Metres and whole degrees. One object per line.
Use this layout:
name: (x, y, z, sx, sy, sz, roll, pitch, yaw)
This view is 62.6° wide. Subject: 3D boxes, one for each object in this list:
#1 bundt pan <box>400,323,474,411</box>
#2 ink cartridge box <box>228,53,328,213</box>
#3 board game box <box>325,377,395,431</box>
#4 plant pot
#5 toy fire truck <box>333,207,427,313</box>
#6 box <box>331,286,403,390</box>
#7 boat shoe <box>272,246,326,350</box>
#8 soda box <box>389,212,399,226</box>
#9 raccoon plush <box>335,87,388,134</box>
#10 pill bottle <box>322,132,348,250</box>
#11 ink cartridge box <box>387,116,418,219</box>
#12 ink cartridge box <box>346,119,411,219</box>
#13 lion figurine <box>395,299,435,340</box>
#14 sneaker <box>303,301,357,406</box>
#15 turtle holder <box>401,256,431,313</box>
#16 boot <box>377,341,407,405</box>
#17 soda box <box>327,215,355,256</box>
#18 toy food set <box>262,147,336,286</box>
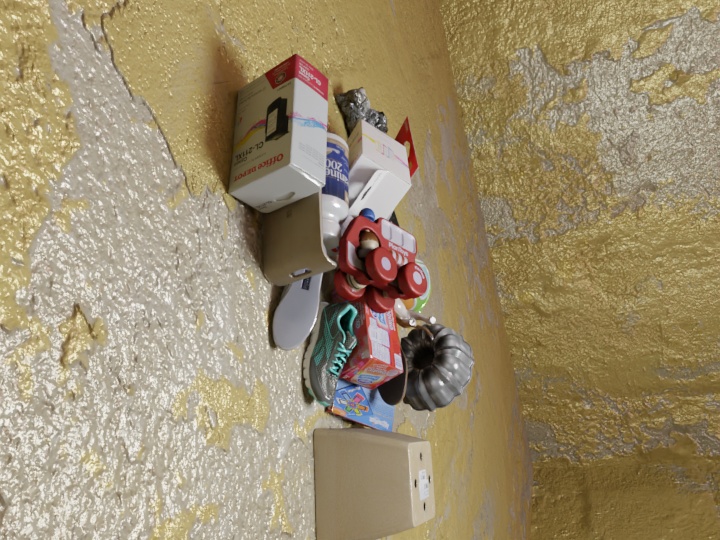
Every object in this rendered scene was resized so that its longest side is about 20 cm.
bundt pan: (0.148, 0.205, 1.321, 0.076, 0.198, 0.205, 46, 39, -40)
ink cartridge box: (-0.129, -0.216, 0.950, 0.082, 0.144, 0.205, 26, 56, -46)
board game box: (0.008, 0.261, 1.210, 0.199, 0.019, 0.105, 34, 58, -43)
plant pot: (0.036, 0.393, 1.104, 0.199, 0.173, 0.205, 29, 54, -63)
toy fire truck: (0.036, -0.026, 1.125, 0.198, 0.111, 0.171, 25, 52, -37)
box: (0.010, 0.118, 1.178, 0.099, 0.095, 0.203, 29, 41, -38)
boat shoe: (-0.102, 0.048, 1.034, 0.066, 0.072, 0.203, 117, -7, -67)
soda box: (0.042, -0.080, 1.455, 0.201, 0.062, 0.072, -66, 142, -53)
raccoon plush: (-0.001, -0.336, 1.422, 0.133, 0.095, 0.205, 21, 63, -56)
pill bottle: (-0.076, -0.147, 1.119, 0.111, 0.109, 0.205, 39, 47, -59)
ink cartridge box: (0.072, -0.250, 1.434, 0.178, 0.044, 0.203, 119, -25, -42)
ink cartridge box: (0.019, -0.197, 1.244, 0.124, 0.129, 0.202, 27, 32, -19)
lion figurine: (0.078, 0.079, 1.325, 0.072, 0.122, 0.202, -38, 98, -25)
sneaker: (-0.049, 0.145, 1.091, 0.077, 0.090, 0.204, 32, 51, -45)
turtle holder: (0.113, 0.014, 1.456, 0.187, 0.139, 0.132, -53, 153, -18)
boot: (0.071, 0.200, 1.255, 0.076, 0.072, 0.203, 57, 21, -46)
soda box: (-0.033, -0.092, 1.263, 0.200, 0.067, 0.065, -48, 125, -63)
toy food set: (-0.097, -0.088, 0.987, 0.060, 0.142, 0.205, 12, 69, -47)
